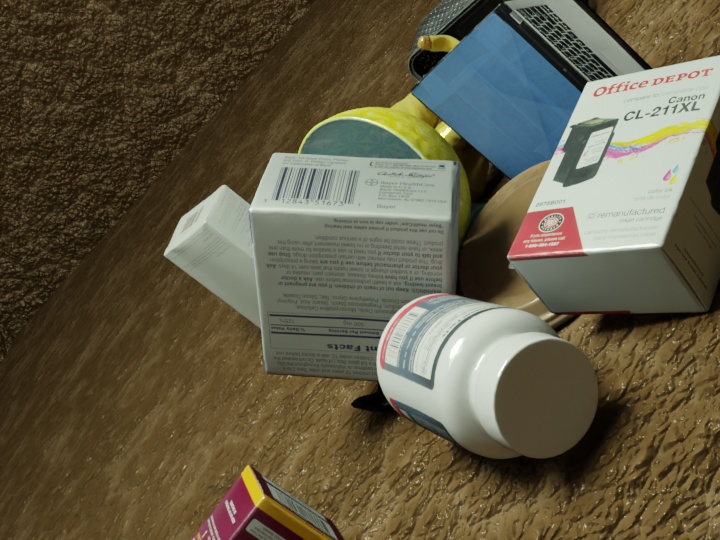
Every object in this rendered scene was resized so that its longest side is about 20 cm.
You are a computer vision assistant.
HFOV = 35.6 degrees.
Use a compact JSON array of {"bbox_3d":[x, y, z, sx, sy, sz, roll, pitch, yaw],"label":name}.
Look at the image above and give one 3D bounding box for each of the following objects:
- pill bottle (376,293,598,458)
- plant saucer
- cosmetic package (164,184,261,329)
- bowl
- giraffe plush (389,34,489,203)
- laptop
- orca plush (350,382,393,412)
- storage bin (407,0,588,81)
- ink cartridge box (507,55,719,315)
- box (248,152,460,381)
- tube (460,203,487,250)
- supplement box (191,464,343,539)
[{"bbox_3d":[0.101,0.086,0.908,0.120,0.120,0.200,-55,20,-8],"label":"pill bottle"},{"bbox_3d":[0.165,-0.028,1.044,0.200,0.029,0.200,-32,38,29],"label":"plant saucer"},{"bbox_3d":[-0.152,-0.010,1.534,0.113,0.200,0.081,-31,29,41],"label":"cosmetic package"},{"bbox_3d":[0.042,-0.093,1.177,0.108,0.200,0.200,-41,9,-40],"label":"bowl"},{"bbox_3d":[0.144,-0.174,1.231,0.162,0.172,0.201,11,81,56],"label":"giraffe plush"},{"bbox_3d":[0.180,-0.153,1.049,0.116,0.187,0.200,-54,19,-3],"label":"laptop"},{"bbox_3d":[0.027,0.058,1.200,0.105,0.071,0.200,-25,33,53],"label":"orca plush"},{"bbox_3d":[0.171,-0.294,1.393,0.200,0.135,0.094,-37,24,37],"label":"storage bin"},{"bbox_3d":[0.227,-0.068,0.904,0.145,0.083,0.200,-5,49,46],"label":"ink cartridge box"},{"bbox_3d":[0.000,0.000,1.072,0.105,0.183,0.200,-78,-11,-53],"label":"box"},{"bbox_3d":[0.150,-0.040,1.141,0.200,0.050,0.078,11,76,64],"label":"tube"},{"bbox_3d":[-0.116,0.300,1.038,0.200,0.110,0.086,-52,19,-1],"label":"supplement box"}]
